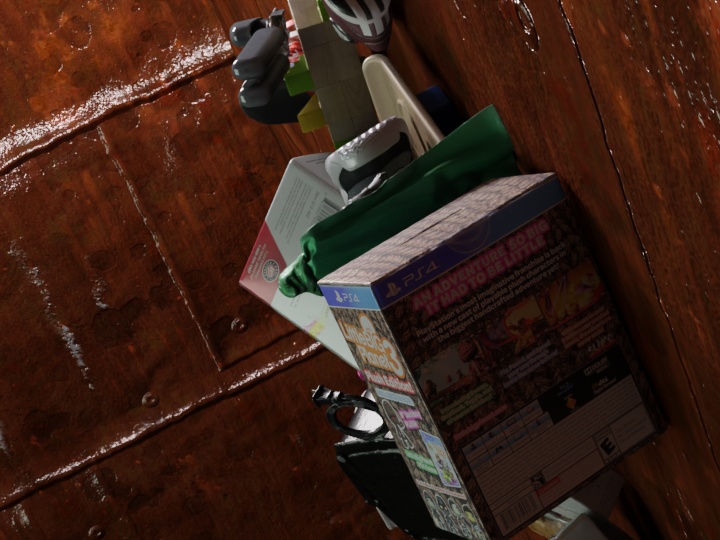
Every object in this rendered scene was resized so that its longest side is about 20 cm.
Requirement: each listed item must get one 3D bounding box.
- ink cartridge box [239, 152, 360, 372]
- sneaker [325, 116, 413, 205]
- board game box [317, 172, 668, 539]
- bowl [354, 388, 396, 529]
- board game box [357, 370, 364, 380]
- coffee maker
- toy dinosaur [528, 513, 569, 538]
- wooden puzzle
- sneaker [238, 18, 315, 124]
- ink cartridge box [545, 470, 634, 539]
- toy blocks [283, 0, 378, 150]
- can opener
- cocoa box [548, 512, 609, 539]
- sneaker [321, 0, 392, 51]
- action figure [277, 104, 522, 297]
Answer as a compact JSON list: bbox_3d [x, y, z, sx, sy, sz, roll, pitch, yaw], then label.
[{"bbox_3d":[0.000,0.000,1.521,0.199,0.147,0.083,35,-156,21],"label":"ink cartridge box"},{"bbox_3d":[0.032,-0.053,1.294,0.114,0.075,0.200,58,178,8],"label":"sneaker"},{"bbox_3d":[0.092,0.059,1.081,0.201,0.159,0.097,65,159,-11],"label":"board game box"},{"bbox_3d":[0.045,0.200,1.590,0.202,0.090,0.201,60,179,3],"label":"bowl"},{"bbox_3d":[0.068,0.111,1.810,0.200,0.026,0.201,47,-152,-28],"label":"board game box"},{"bbox_3d":[0.071,0.081,1.216,0.193,0.133,0.201,69,-144,-47],"label":"coffee maker"},{"bbox_3d":[0.207,0.284,1.800,0.107,0.060,0.200,61,176,9],"label":"toy dinosaur"},{"bbox_3d":[0.083,-0.073,1.320,0.200,0.046,0.186,53,170,43],"label":"wooden puzzle"},{"bbox_3d":[-0.076,-0.218,1.671,0.201,0.067,0.109,-3,-114,-54],"label":"sneaker"},{"bbox_3d":[0.152,0.180,1.409,0.199,0.045,0.176,15,164,47],"label":"ink cartridge box"},{"bbox_3d":[-0.034,-0.230,1.543,0.201,0.099,0.138,72,-179,-49],"label":"toy blocks"},{"bbox_3d":[-0.105,-0.208,1.529,0.200,0.066,0.054,-71,-29,-65],"label":"can opener"},{"bbox_3d":[0.205,0.330,1.342,0.200,0.131,0.133,48,172,13],"label":"cocoa box"},{"bbox_3d":[-0.032,-0.264,1.353,0.201,0.075,0.116,61,178,26],"label":"sneaker"},{"bbox_3d":[0.028,-0.032,1.161,0.119,0.199,0.055,65,175,-22],"label":"action figure"}]
